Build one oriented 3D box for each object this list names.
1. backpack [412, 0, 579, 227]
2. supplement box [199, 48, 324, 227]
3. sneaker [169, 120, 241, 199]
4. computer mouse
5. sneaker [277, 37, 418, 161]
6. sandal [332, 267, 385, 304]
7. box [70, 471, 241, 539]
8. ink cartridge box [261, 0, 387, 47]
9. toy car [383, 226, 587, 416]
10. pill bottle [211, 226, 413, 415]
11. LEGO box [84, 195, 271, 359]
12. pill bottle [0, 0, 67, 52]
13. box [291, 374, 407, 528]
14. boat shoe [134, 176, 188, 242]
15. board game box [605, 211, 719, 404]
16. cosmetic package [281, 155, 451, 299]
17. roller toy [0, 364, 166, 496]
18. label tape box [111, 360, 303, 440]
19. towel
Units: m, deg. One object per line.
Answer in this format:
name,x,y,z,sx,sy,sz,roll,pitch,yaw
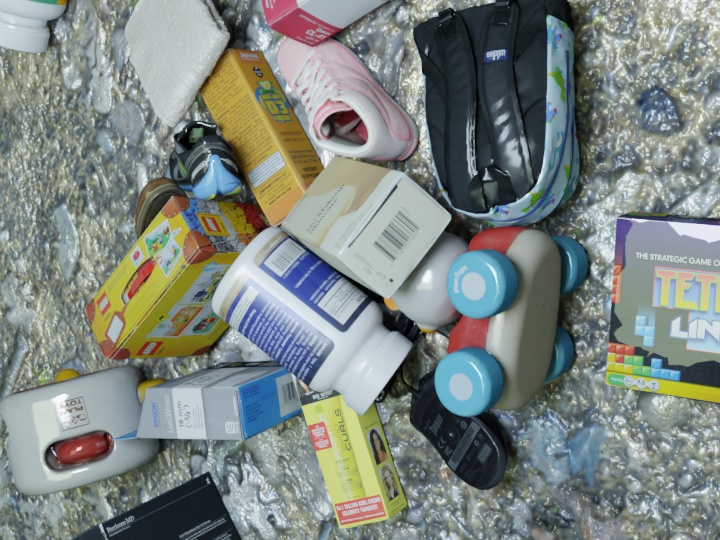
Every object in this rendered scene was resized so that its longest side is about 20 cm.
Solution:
backpack,0.139,-0.143,1.005,0.162,0.154,0.201,-11,65,28
supplement box,-0.108,-0.152,1.184,0.069,0.066,0.201,-35,80,29
sneaker,-0.177,-0.129,1.181,0.200,0.070,0.083,-154,55,-70
computer mouse,0.102,0.129,1.120,0.200,0.046,0.141,38,119,33
sneaker,-0.033,-0.189,1.113,0.200,0.104,0.076,44,118,19
sandal,-0.001,0.001,1.154,0.199,0.048,0.076,3,99,31
box,-0.238,0.347,1.259,0.079,0.200,0.142,-29,82,30
ink cartridge box,-0.013,-0.345,1.068,0.199,0.085,0.149,-23,69,30
toy car,0.092,0.032,1.034,0.199,0.184,0.178,15,106,35
pill bottle,-0.049,0.055,1.103,0.200,0.116,0.116,38,115,5
LEGO box,-0.200,0.013,1.206,0.200,0.148,0.077,-46,61,28
pill bottle,-0.418,-0.382,1.302,0.112,0.113,0.201,25,109,25
box,-0.016,0.187,1.191,0.075,0.050,0.201,-18,89,30
boat shoe,-0.235,-0.053,1.219,0.068,0.072,0.200,58,160,24
board game box,0.334,0.037,0.961,0.199,0.057,0.167,6,102,29
cosmetic package,0.000,-0.049,1.048,0.071,0.200,0.105,40,84,-22
roller toy,-0.353,0.192,1.313,0.199,0.182,0.141,-14,90,31
label tape box,-0.177,0.151,1.226,0.199,0.144,0.064,-5,95,31
towel,-0.217,-0.275,1.203,0.133,0.034,0.201,-53,46,26
